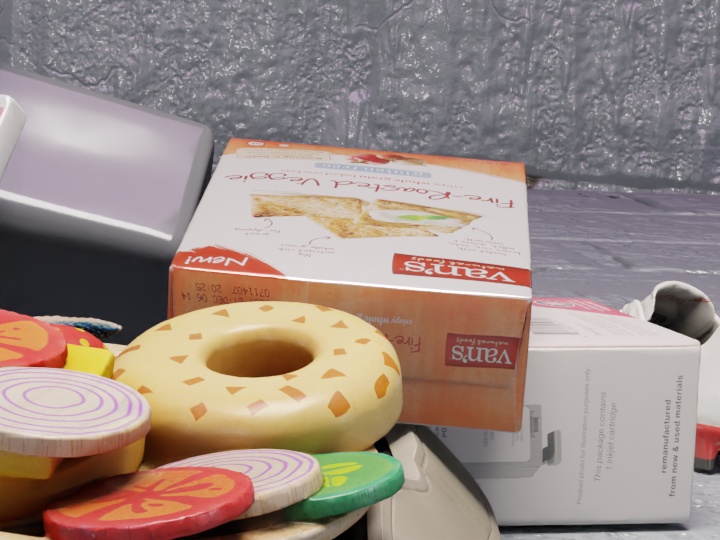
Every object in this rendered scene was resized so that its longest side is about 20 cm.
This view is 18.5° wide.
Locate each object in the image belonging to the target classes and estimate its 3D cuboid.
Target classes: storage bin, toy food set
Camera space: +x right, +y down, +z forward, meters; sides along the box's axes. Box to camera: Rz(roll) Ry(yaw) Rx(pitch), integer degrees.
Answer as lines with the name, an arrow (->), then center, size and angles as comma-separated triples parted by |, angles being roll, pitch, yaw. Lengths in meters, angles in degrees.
storage bin -> -0.145, 0.005, 1.010 | 0.134, 0.200, 0.146 | 12, 49, 1
toy food set -> -0.084, 0.048, 0.692 | 0.199, 0.049, 0.198 | 8, 15, 2

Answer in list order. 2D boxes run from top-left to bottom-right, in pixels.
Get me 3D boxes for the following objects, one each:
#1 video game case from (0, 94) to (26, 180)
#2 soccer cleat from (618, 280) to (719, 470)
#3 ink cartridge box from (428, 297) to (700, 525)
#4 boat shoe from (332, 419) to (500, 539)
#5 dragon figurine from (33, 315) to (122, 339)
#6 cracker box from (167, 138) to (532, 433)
video game case -> -0.227, 0.014, 0.878 | 0.143, 0.200, 0.018 | 6, -26, 26
soccer cleat -> 0.146, 0.045, 1.138 | 0.068, 0.085, 0.200 | -1, 8, -28
ink cartridge box -> 0.031, 0.059, 0.982 | 0.199, 0.083, 0.147 | 1, 7, -14
boat shoe -> 0.011, 0.107, 0.764 | 0.063, 0.073, 0.200 | -40, 8, 9
dragon figurine -> -0.191, 0.049, 0.790 | 0.199, 0.100, 0.059 | 8, -24, -11
cracker box -> 0.000, 0.000, 0.890 | 0.134, 0.058, 0.200 | 5, 18, 1
